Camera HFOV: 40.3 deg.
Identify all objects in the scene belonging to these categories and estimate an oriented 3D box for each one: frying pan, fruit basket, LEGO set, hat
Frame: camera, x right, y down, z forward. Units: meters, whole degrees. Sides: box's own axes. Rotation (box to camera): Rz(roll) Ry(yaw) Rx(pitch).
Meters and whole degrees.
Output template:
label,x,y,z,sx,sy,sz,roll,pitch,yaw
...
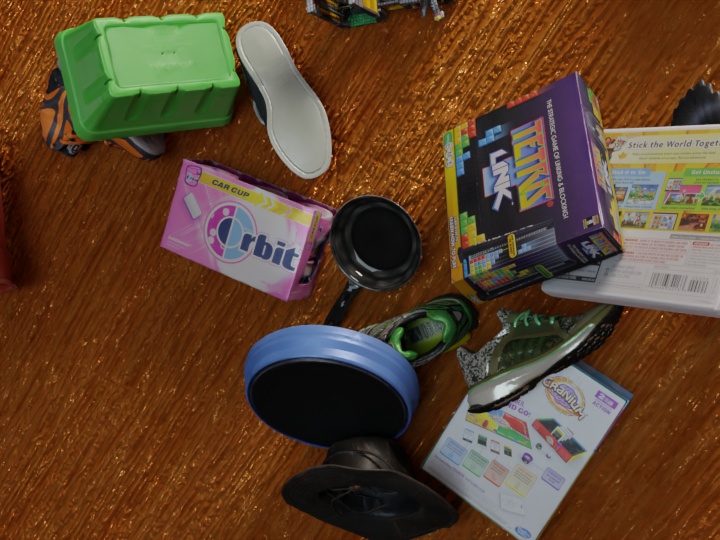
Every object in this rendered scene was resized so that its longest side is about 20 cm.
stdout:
label,x,y,z,sx,sy,sz,roll,pitch,yaw
frying pan,0.016,0.003,1.143,0.114,0.031,0.191,13,114,20
fruit basket,-0.264,-0.236,1.186,0.215,0.215,0.156,-16,86,23
LEGO set,0.017,-0.347,1.077,0.199,0.116,0.155,4,94,22
hat,0.014,0.235,1.109,0.200,0.201,0.081,-10,50,23

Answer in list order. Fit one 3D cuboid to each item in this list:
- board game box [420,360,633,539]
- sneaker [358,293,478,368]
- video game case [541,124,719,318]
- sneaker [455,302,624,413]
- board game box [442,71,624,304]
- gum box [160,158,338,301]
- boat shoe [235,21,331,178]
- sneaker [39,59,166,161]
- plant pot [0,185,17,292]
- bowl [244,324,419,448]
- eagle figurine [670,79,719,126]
label,x,y,z,sx,sy,sz,roll,pitch,yaw
board game box,0.180,0.178,1.076,0.153,0.040,0.200,35,105,18
sneaker,0.033,0.087,1.111,0.200,0.085,0.078,-34,80,22
video game case,0.279,-0.052,0.929,0.200,0.023,0.183,7,72,52
sneaker,0.177,0.068,1.015,0.200,0.077,0.089,-35,71,18
board game box,0.169,-0.084,0.998,0.165,0.057,0.201,-23,50,30
gum box,-0.132,-0.049,1.183,0.199,0.066,0.114,22,103,20
boat shoe,-0.088,-0.197,1.164,0.075,0.060,0.201,-19,83,-5
sneaker,-0.337,-0.180,1.269,0.200,0.077,0.112,43,115,21
plant pot,-0.562,-0.074,1.308,0.200,0.201,0.196,-4,83,23
bowl,-0.034,0.137,1.094,0.200,0.201,0.039,-10,45,23
eagle figurine,0.373,-0.070,0.954,0.151,0.151,0.201,27,69,-20
